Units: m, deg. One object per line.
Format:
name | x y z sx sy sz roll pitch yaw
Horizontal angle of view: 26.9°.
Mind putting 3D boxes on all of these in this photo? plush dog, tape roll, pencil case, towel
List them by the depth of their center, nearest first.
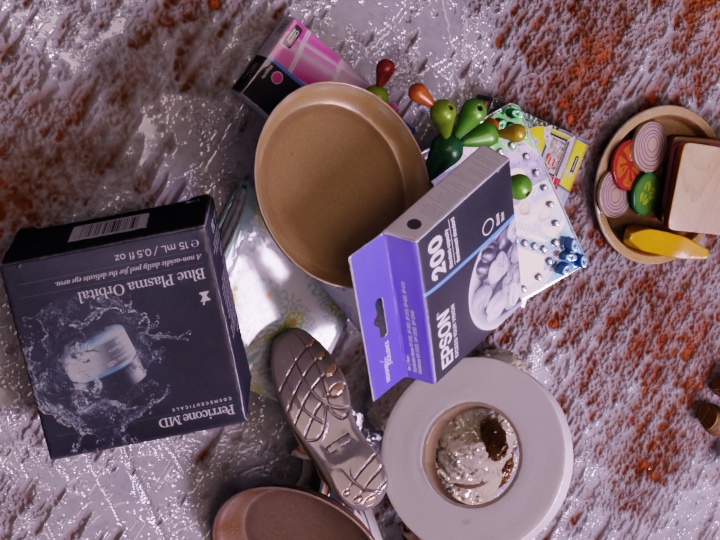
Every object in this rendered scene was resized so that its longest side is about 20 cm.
pencil case | 0.000 0.000 1.528 0.083 0.091 0.200 -43 119 -12
tape roll | 0.118 0.191 1.544 0.204 0.202 0.037 -63 157 0
towel | -0.093 0.029 1.566 0.170 0.048 0.201 25 91 -31
plush dog | 0.114 0.203 1.661 0.198 0.161 0.173 -12 130 -23

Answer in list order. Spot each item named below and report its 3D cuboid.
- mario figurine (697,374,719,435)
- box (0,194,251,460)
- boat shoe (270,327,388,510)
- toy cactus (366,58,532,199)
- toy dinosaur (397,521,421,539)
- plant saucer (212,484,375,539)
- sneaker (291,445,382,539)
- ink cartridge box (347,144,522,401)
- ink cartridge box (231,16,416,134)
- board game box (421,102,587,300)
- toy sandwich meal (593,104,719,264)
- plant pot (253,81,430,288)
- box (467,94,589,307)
mario figurine | 0.523 0.199 1.859 0.199 0.106 0.124 26 125 -20
box | -0.218 0.052 1.438 0.195 0.118 0.202 -11 107 0
boat shoe | -0.042 0.155 1.557 0.075 0.072 0.201 -24 93 -16
toy cactus | 0.071 -0.110 1.541 0.199 0.102 0.166 29 106 -15
toy dinosaur | 0.109 0.318 1.659 0.199 0.135 0.087 4 70 -39
plant saucer | -0.059 0.295 1.592 0.201 0.199 0.037 63 32 -23
sneaker | -0.027 0.270 1.636 0.079 0.078 0.202 -16 98 -26
ink cartridge box | 0.079 0.011 1.474 0.200 0.043 0.199 -39 139 -28
ink cartridge box | -0.030 -0.164 1.557 0.200 0.037 0.095 38 85 -29
board game box | 0.125 -0.046 1.613 0.199 0.026 0.201 -29 105 -9
toy sandwich meal | 0.363 -0.093 1.737 0.203 0.070 0.207 -6 105 -24
plant pot | -0.021 -0.080 1.444 0.199 0.027 0.202 8 75 -32
box | 0.155 -0.075 1.661 0.136 0.038 0.202 20 93 -26
